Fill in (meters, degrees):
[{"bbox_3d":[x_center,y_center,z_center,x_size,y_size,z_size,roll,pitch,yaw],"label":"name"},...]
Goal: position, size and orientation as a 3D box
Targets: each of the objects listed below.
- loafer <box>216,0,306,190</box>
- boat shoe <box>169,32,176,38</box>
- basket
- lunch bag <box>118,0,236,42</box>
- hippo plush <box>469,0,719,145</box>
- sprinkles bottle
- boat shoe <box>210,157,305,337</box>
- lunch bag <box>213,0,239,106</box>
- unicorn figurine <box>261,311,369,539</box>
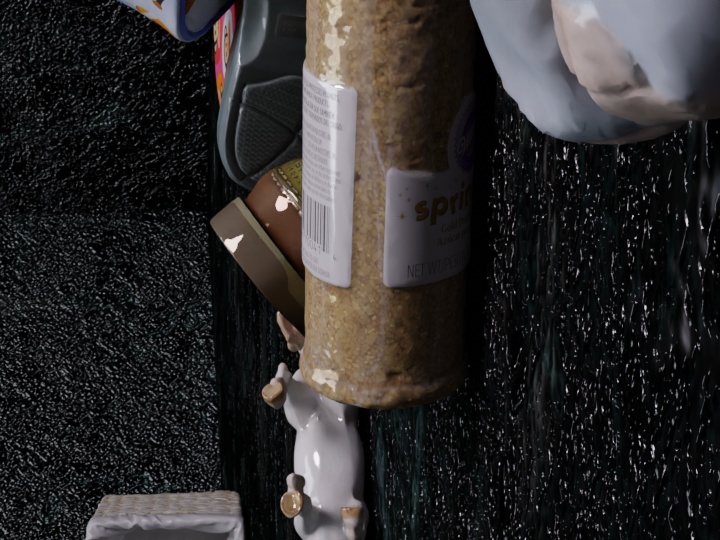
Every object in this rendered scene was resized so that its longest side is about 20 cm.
[{"bbox_3d":[-0.020,-0.130,0.853,0.063,0.071,0.201,-109,35,-54],"label":"loafer"},{"bbox_3d":[-0.080,-0.186,1.012,0.201,0.073,0.064,118,147,-65],"label":"boat shoe"},{"bbox_3d":[-0.240,0.384,2.584,0.161,0.196,0.202,-112,22,-79],"label":"basket"},{"bbox_3d":[-0.050,-0.196,0.866,0.200,0.075,0.161,-49,-20,-37],"label":"lunch bag"},{"bbox_3d":[0.002,-0.106,0.403,0.200,0.159,0.161,120,148,-79],"label":"hippo plush"},{"bbox_3d":[0.010,-0.052,0.761,0.068,0.068,0.202,-106,16,-67],"label":"sprinkles bottle"},{"bbox_3d":[0.000,0.000,0.897,0.072,0.068,0.200,52,-178,15],"label":"boat shoe"},{"bbox_3d":[-0.033,-0.160,1.130,0.176,0.081,0.202,139,128,-77],"label":"lunch bag"},{"bbox_3d":[-0.024,0.121,1.165,0.137,0.073,0.202,75,-154,-76],"label":"unicorn figurine"}]
